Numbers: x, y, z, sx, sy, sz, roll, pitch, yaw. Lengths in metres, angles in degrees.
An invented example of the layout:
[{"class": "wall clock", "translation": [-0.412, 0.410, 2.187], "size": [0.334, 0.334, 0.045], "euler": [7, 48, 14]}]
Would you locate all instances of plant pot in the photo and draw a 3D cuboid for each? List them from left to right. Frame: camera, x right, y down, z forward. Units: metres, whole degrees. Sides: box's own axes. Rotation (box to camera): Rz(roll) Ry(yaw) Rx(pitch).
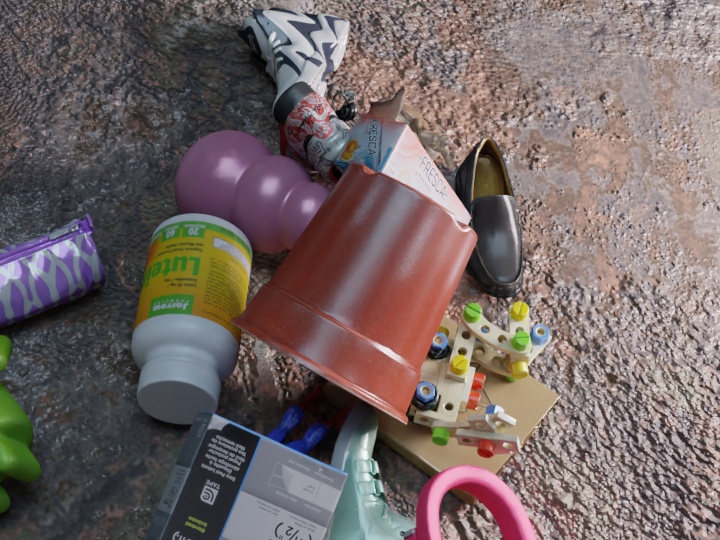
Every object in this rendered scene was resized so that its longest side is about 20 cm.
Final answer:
[{"class": "plant pot", "translation": [0.005, 0.015, 1.366], "size": [0.200, 0.201, 0.196], "euler": [28, 85, 14]}]

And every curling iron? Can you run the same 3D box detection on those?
[{"class": "curling iron", "translation": [-0.009, -0.159, 1.618], "size": [0.025, 0.050, 0.200], "euler": [7, 25, -16]}]

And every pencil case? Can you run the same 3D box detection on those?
[{"class": "pencil case", "translation": [-0.364, 0.009, 1.467], "size": [0.199, 0.086, 0.084], "euler": [-24, 57, -22]}]

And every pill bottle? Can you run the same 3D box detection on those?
[{"class": "pill bottle", "translation": [-0.176, 0.051, 1.441], "size": [0.110, 0.112, 0.202], "euler": [6, 53, -2]}]

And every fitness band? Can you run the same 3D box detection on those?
[{"class": "fitness band", "translation": [0.114, 0.282, 1.306], "size": [0.143, 0.037, 0.202], "euler": [-2, 67, -42]}]

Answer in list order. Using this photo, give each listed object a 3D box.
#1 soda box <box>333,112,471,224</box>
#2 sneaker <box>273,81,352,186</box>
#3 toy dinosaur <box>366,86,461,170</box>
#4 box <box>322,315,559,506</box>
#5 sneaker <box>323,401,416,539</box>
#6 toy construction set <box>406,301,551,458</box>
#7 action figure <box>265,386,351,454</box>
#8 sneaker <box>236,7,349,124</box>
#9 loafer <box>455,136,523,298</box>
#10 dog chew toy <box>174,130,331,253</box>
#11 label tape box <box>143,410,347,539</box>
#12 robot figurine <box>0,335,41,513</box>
[{"class": "soda box", "translation": [0.049, -0.085, 1.508], "size": [0.063, 0.200, 0.069], "euler": [18, 72, 34]}, {"class": "sneaker", "translation": [-0.035, -0.125, 1.553], "size": [0.067, 0.202, 0.108], "euler": [-41, 73, -7]}, {"class": "toy dinosaur", "translation": [0.047, -0.161, 1.608], "size": [0.085, 0.200, 0.136], "euler": [-33, 56, 6]}, {"class": "box", "translation": [0.085, 0.133, 1.469], "size": [0.199, 0.021, 0.163], "euler": [35, 56, 17]}, {"class": "sneaker", "translation": [0.023, 0.229, 1.354], "size": [0.117, 0.074, 0.202], "euler": [8, 62, 7]}, {"class": "toy construction set", "translation": [0.120, 0.115, 1.423], "size": [0.130, 0.093, 0.201], "euler": [15, 41, 3]}, {"class": "action figure", "translation": [-0.091, 0.201, 1.378], "size": [0.065, 0.100, 0.200], "euler": [32, 33, 20]}, {"class": "sneaker", "translation": [-0.102, -0.255, 1.703], "size": [0.128, 0.080, 0.200], "euler": [17, 53, 8]}, {"class": "loafer", "translation": [0.147, -0.062, 1.592], "size": [0.072, 0.073, 0.202], "euler": [-4, 54, -11]}, {"class": "dog chew toy", "translation": [-0.105, -0.076, 1.524], "size": [0.199, 0.125, 0.125], "euler": [22, 52, 27]}, {"class": "label tape box", "translation": [-0.116, 0.247, 1.255], "size": [0.142, 0.066, 0.202], "euler": [26, 76, -18]}, {"class": "robot figurine", "translation": [-0.394, 0.140, 1.344], "size": [0.175, 0.116, 0.200], "euler": [-45, 66, 0]}]
